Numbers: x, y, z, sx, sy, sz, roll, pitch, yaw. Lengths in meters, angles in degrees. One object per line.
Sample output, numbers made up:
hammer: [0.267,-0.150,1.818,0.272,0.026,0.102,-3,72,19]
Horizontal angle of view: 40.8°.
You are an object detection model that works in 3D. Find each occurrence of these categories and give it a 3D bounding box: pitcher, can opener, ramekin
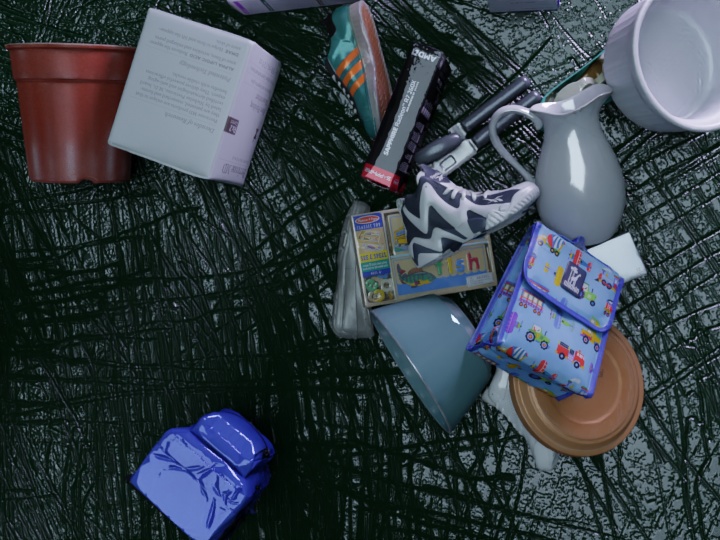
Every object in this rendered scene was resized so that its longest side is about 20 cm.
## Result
pitcher: [0.269,-0.138,1.318,0.170,0.121,0.201,-6,111,18]
can opener: [0.168,-0.201,1.381,0.199,0.066,0.053,-36,92,4]
ramekin: [0.421,-0.278,1.280,0.199,0.098,0.202,0,91,-17]

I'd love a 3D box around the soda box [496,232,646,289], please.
soda box: [0.293,0.013,1.356,0.199,0.068,0.064,-24,87,10]

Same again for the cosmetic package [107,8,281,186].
cosmetic package: [-0.236,-0.245,1.404,0.164,0.165,0.201,19,95,9]

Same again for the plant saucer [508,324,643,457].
plant saucer: [0.301,0.153,1.329,0.199,0.032,0.202,4,77,-15]

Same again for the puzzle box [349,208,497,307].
puzzle box: [0.090,-0.028,1.384,0.198,0.025,0.134,-10,89,-9]

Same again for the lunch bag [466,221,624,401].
lunch bag: [0.254,0.046,1.268,0.150,0.094,0.201,29,73,-12]

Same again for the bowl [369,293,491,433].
bowl: [0.108,0.112,1.341,0.105,0.201,0.201,-34,84,-6]

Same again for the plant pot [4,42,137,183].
plant pot: [-0.419,-0.231,1.436,0.199,0.201,0.197,3,100,11]

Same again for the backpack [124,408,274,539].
backpack: [-0.205,0.290,1.390,0.162,0.200,0.168,44,88,9]

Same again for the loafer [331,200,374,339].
loafer: [0.000,0.000,1.417,0.069,0.070,0.202,6,91,-7]

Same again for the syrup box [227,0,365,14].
syrup box: [-0.095,-0.433,1.417,0.198,0.081,0.079,-3,89,9]

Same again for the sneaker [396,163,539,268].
sneaker: [0.134,-0.102,1.318,0.198,0.079,0.130,-30,82,30]

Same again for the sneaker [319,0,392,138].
sneaker: [-0.007,-0.285,1.414,0.079,0.071,0.202,-12,89,24]

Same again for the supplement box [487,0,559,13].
supplement box: [0.227,-0.474,1.346,0.100,0.103,0.202,0,89,12]

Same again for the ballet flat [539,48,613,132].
ballet flat: [0.329,-0.261,1.344,0.200,0.070,0.068,-38,83,9]

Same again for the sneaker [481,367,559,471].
sneaker: [0.225,0.188,1.376,0.099,0.078,0.202,-16,79,17]

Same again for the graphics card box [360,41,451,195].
graphics card box: [0.066,-0.211,1.367,0.051,0.125,0.201,23,96,10]
